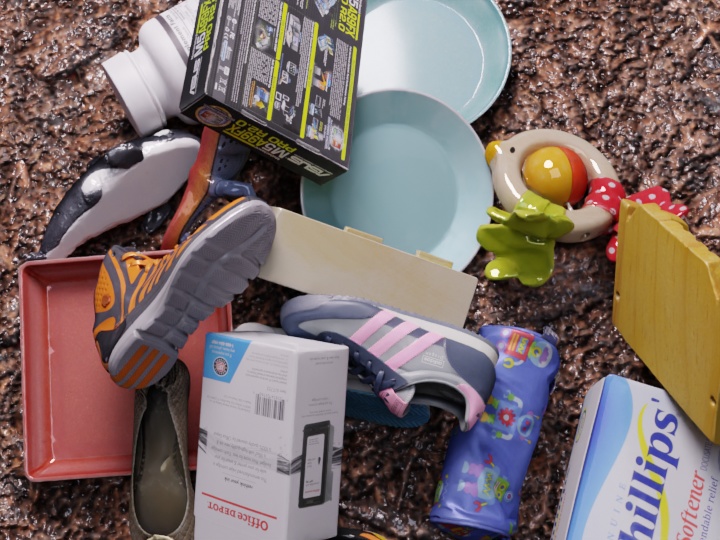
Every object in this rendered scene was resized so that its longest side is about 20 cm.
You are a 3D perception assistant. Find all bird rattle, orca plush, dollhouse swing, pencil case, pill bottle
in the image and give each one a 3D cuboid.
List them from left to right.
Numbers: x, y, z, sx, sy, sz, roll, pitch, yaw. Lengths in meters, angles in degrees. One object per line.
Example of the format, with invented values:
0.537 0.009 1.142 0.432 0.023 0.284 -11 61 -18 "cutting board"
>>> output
-0.247 -0.076 1.082 0.200 0.105 0.071 -48 50 3 "orca plush"
-0.150 -0.215 1.100 0.199 0.112 0.112 -30 75 -9 "pill bottle"
0.125 0.148 1.006 0.086 0.078 0.202 20 73 -6 "pencil case"
0.203 -0.073 1.061 0.198 0.113 0.164 -14 61 -13 "bird rattle"
0.339 0.040 0.952 0.173 0.200 0.184 -7 116 -9 "dollhouse swing"

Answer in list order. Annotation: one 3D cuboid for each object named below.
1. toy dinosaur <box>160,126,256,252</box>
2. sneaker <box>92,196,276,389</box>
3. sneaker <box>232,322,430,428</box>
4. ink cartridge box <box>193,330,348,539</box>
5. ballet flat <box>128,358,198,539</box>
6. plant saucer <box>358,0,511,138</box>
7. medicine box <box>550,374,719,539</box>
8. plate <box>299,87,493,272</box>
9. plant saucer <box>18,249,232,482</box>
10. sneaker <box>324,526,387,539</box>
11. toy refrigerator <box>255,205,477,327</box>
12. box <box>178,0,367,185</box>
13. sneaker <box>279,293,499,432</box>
-0.140 -0.102 1.050 0.181 0.105 0.201 -39 106 -15 "toy dinosaur"
-0.165 -0.004 0.951 0.200 0.078 0.112 -46 48 4 "sneaker"
-0.025 0.083 1.033 0.198 0.077 0.081 16 58 2 "sneaker"
-0.077 0.158 0.935 0.115 0.067 0.203 7 94 42 "ink cartridge box"
-0.174 0.172 0.966 0.066 0.046 0.203 -1 82 7 "ballet flat"
0.056 -0.223 1.145 0.197 0.036 0.203 0 73 -1 "plant saucer"
0.279 0.214 0.973 0.198 0.103 0.184 17 73 4 "medicine box"
0.035 -0.075 1.076 0.198 0.026 0.203 0 89 -16 "plate"
-0.212 0.086 1.023 0.197 0.037 0.202 -4 82 2 "plant saucer"
-0.064 0.250 0.963 0.197 0.090 0.071 0 72 -1 "sneaker"
0.000 0.000 1.010 0.198 0.076 0.071 20 89 -17 "toy refrigerator"
-0.073 -0.200 0.996 0.159 0.044 0.202 25 59 -36 "box"
0.020 0.079 0.955 0.197 0.070 0.083 13 59 3 "sneaker"
